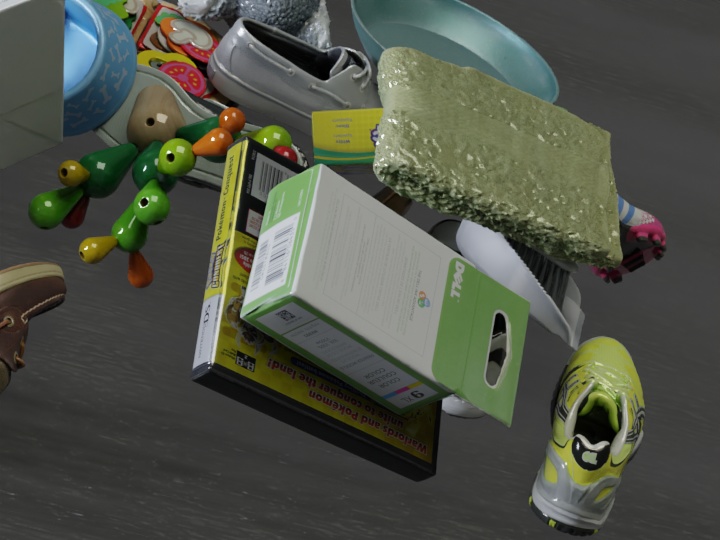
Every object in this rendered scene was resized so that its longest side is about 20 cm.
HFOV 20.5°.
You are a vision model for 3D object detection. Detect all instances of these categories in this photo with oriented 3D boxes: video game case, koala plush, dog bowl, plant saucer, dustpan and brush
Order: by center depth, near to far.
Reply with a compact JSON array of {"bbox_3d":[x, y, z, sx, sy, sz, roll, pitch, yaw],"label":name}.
[{"bbox_3d":[-0.020,0.028,1.366,0.199,0.025,0.182,27,54,-32],"label":"video game case"},{"bbox_3d":[0.098,-0.034,1.464,0.200,0.057,0.140,36,14,1],"label":"dustpan and brush"},{"bbox_3d":[-0.267,-0.189,1.544,0.200,0.112,0.050,36,-4,18],"label":"dog bowl"},{"bbox_3d":[0.076,-0.182,1.717,0.199,0.036,0.200,21,29,-12],"label":"plant saucer"},{"bbox_3d":[-0.079,-0.276,1.743,0.176,0.184,0.201,19,54,-28],"label":"koala plush"}]

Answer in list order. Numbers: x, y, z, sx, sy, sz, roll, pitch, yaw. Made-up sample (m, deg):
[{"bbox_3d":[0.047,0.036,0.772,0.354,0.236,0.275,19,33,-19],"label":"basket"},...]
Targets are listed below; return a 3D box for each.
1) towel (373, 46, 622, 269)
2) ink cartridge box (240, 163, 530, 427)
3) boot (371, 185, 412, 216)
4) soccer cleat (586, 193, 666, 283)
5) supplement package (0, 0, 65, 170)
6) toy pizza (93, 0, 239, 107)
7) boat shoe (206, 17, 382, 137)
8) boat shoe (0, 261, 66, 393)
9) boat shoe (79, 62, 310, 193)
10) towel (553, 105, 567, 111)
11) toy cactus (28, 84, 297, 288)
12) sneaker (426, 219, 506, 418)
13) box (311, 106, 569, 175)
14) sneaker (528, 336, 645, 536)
[{"bbox_3d":[0.100,-0.080,1.438,0.199,0.037,0.149,21,42,-16],"label":"towel"},{"bbox_3d":[0.020,0.026,1.342,0.199,0.059,0.104,32,53,-29],"label":"ink cartridge box"},{"bbox_3d":[0.000,0.000,1.502,0.075,0.074,0.200,43,41,-4],"label":"boot"},{"bbox_3d":[0.187,-0.048,1.573,0.087,0.070,0.200,64,16,19],"label":"soccer cleat"},{"bbox_3d":[-0.319,-0.138,1.388,0.199,0.156,0.111,-27,58,-30],"label":"supplement package"},{"bbox_3d":[-0.188,-0.184,1.650,0.199,0.032,0.201,14,37,-11],"label":"toy pizza"},{"bbox_3d":[-0.027,-0.156,1.655,0.199,0.069,0.072,23,34,-16],"label":"boat shoe"},{"bbox_3d":[-0.256,0.052,1.303,0.072,0.072,0.200,61,31,0],"label":"boat shoe"},{"bbox_3d":[-0.131,-0.100,1.553,0.199,0.076,0.060,29,-3,14],"label":"boat shoe"},{"bbox_3d":[0.126,-0.100,1.697,0.148,0.031,0.201,19,36,-17],"label":"towel"},{"bbox_3d":[-0.142,-0.078,1.456,0.199,0.103,0.165,-25,33,10],"label":"toy cactus"},{"bbox_3d":[0.084,0.020,1.497,0.073,0.080,0.201,11,36,-12],"label":"sneaker"},{"bbox_3d":[0.064,-0.103,1.566,0.198,0.049,0.117,-4,-1,3],"label":"box"},{"bbox_3d":[0.176,0.106,1.438,0.075,0.077,0.200,20,35,0],"label":"sneaker"}]
